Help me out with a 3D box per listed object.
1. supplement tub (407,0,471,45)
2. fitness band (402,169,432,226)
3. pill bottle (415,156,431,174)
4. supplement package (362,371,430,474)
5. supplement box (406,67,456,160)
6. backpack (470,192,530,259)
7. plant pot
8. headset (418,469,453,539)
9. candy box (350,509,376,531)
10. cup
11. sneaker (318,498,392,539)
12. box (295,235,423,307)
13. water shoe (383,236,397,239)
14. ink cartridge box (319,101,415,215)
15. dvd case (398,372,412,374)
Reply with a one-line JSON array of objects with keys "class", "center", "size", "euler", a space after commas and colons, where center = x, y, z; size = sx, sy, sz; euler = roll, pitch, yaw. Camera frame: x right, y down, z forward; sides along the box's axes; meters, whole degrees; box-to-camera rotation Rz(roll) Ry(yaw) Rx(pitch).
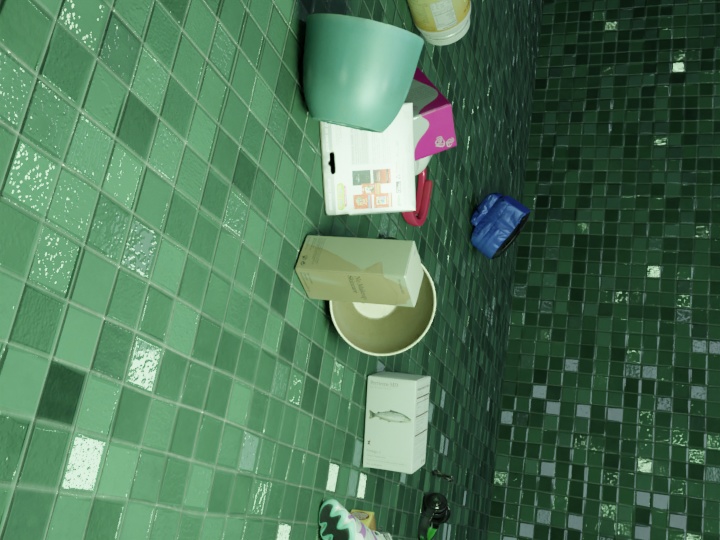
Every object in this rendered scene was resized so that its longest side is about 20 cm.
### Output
[{"class": "supplement tub", "center": [0.180, -0.641, 1.791], "size": [0.200, 0.143, 0.145], "euler": [56, 42, -58]}, {"class": "fitness band", "center": [0.137, -0.207, 1.894], "size": [0.144, 0.037, 0.201], "euler": [51, 45, -57]}, {"class": "pill bottle", "center": [0.109, -0.279, 1.695], "size": [0.200, 0.112, 0.114], "euler": [-60, 147, -49]}, {"class": "supplement package", "center": [0.081, 0.332, 1.696], "size": [0.117, 0.116, 0.202], "euler": [4, 88, -69]}, {"class": "supplement box", "center": [0.110, -0.327, 1.576], "size": [0.200, 0.101, 0.104], "euler": [-116, -172, -50]}, {"class": "backpack", "center": [0.453, -0.150, 2.569], "size": [0.201, 0.167, 0.162], "euler": [-59, 163, 19]}, {"class": "plant pot", "center": [-0.007, -0.321, 1.282], "size": [0.200, 0.199, 0.162], "euler": [-11, 113, -69]}, {"class": "headset", "center": [0.206, 0.668, 2.175], "size": [0.201, 0.093, 0.124], "euler": [-58, 152, -25]}, {"class": "candy box", "center": [-0.024, 0.588, 1.538], "size": [0.200, 0.055, 0.116], "euler": [-41, 129, -61]}, {"class": "cup", "center": [0.036, 0.053, 1.480], "size": [0.143, 0.198, 0.202], "euler": [-145, -124, -84]}, {"class": "sneaker", "center": [0.005, 0.515, 1.483], "size": [0.201, 0.078, 0.140], "euler": [61, 28, 6]}, {"class": "box", "center": [0.000, 0.000, 1.317], "size": [0.095, 0.198, 0.078], "euler": [67, 33, -49]}, {"class": "water shoe", "center": [0.043, 0.017, 1.655], "size": [0.079, 0.071, 0.201], "euler": [112, -4, -54]}, {"class": "ink cartridge box", "center": [0.008, -0.210, 1.435], "size": [0.084, 0.174, 0.202], "euler": [-128, -146, -73]}, {"class": "dvd case", "center": [0.101, 0.354, 1.892], "size": [0.143, 0.017, 0.202], "euler": [23, 72, -68]}]
